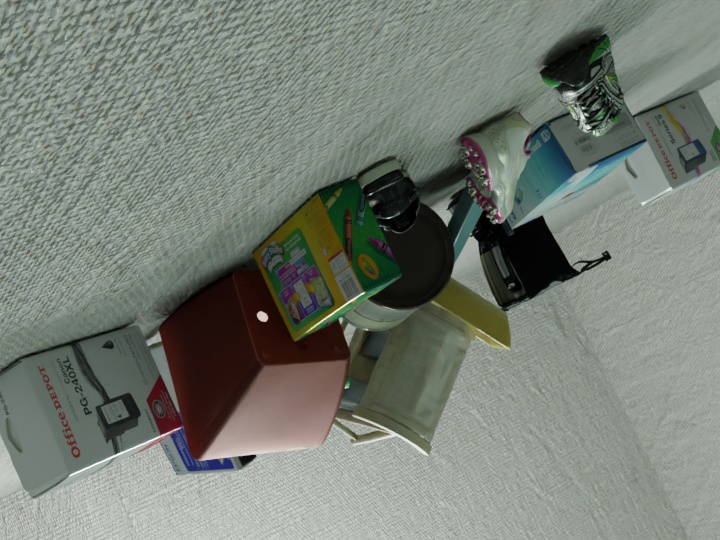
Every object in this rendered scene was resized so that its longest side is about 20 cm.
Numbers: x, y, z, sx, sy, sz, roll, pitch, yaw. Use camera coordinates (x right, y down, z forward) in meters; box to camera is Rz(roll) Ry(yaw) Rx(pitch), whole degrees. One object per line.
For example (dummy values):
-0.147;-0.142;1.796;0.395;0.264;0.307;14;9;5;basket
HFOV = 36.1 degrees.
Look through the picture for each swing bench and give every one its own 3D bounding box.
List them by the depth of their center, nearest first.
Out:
0.042;0.152;1.664;0.199;0.129;0.201;-6;-126;53;swing bench

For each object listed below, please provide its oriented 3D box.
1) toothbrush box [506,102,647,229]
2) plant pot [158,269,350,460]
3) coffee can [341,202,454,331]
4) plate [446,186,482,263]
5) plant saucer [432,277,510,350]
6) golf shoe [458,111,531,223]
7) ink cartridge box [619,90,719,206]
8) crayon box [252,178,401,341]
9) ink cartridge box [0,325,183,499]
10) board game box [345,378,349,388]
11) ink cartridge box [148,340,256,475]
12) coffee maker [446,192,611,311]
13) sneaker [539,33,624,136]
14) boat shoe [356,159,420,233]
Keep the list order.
0.297;-0.157;1.614;0.145;0.086;0.200;-24;170;-27;toothbrush box
-0.120;0.104;1.419;0.197;0.202;0.177;0;146;-34;plant pot
0.035;-0.003;1.515;0.145;0.148;0.200;-25;174;-14;coffee can
0.151;-0.085;1.542;0.202;0.025;0.201;-60;170;-17;plate
0.149;0.050;1.731;0.049;0.198;0.200;-57;180;-3;plant saucer
0.176;-0.123;1.357;0.091;0.076;0.200;-38;160;-5;golf shoe
0.558;-0.220;1.989;0.198;0.147;0.087;-23;173;-33;ink cartridge box
-0.043;-0.008;1.263;0.058;0.120;0.200;-22;173;-32;crayon box
-0.329;0.165;1.330;0.083;0.147;0.199;-29;174;32;ink cartridge box
-0.059;0.082;1.564;0.025;0.204;0.200;-4;168;-16;board game box
-0.248;0.194;1.578;0.047;0.200;0.199;-30;-172;-34;ink cartridge box
0.261;-0.062;1.761;0.190;0.203;0.135;-25;176;-8;coffee maker
0.245;-0.189;1.158;0.077;0.086;0.200;-28;173;19;sneaker
0.038;-0.077;1.284;0.074;0.067;0.199;-27;174;-3;boat shoe
